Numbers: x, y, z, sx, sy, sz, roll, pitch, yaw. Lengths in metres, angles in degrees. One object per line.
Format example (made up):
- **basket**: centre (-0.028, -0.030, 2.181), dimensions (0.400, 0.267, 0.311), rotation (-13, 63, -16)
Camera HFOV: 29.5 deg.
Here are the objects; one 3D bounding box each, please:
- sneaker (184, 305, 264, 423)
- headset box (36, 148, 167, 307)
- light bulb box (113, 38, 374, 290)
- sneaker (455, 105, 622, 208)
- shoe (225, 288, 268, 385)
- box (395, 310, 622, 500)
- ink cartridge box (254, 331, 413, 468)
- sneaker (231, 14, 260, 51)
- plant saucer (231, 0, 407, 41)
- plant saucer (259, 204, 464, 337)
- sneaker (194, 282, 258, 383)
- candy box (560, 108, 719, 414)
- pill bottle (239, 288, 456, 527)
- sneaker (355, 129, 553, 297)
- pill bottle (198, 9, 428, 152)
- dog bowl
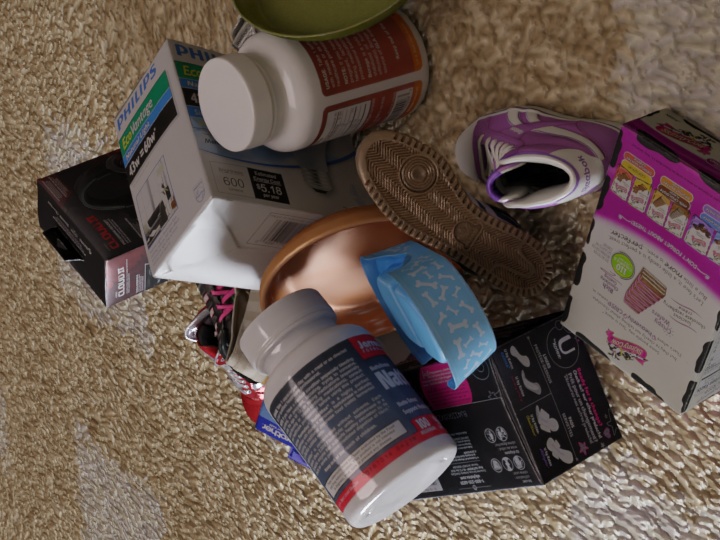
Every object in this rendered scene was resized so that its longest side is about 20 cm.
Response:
- **sneaker**: centre (-0.147, 0.108, 1.598), dimensions (0.071, 0.112, 0.200), rotation (33, 131, 40)
- **headset box**: centre (-0.246, -0.058, 1.492), dimensions (0.149, 0.200, 0.077), rotation (45, 144, 31)
- **light bulb box**: centre (-0.112, -0.095, 1.324), dimensions (0.125, 0.198, 0.200), rotation (-47, 49, 37)
- **sneaker**: centre (0.126, -0.093, 1.147), dimensions (0.200, 0.114, 0.073), rotation (5, 112, 53)
- **shoe**: centre (-0.102, 0.023, 1.386), dimensions (0.070, 0.053, 0.200), rotation (122, 156, -47)
- **box**: centre (0.119, 0.128, 1.264), dimensions (0.200, 0.115, 0.132), rotation (-20, 93, 55)
- **ink cartridge box**: centre (-0.028, 0.133, 1.450), dimensions (0.136, 0.076, 0.200), rotation (26, 133, 10)
- **sneaker**: centre (-0.080, -0.248, 1.357), dimensions (0.075, 0.087, 0.200), rotation (49, 139, 37)
- **plant saucer**: centre (-0.019, -0.271, 1.206), dimensions (0.200, 0.200, 0.031), rotation (37, 165, 37)
- **plant saucer**: centre (0.000, 0.000, 1.298), dimensions (0.200, 0.200, 0.037), rotation (120, 143, -47)
- **sneaker**: centre (-0.130, 0.039, 1.462), dimensions (0.087, 0.074, 0.200), rotation (-128, 19, -62)
- **candy box**: centre (0.247, -0.006, 1.077), dimensions (0.136, 0.061, 0.200), rotation (40, 135, 33)
- **pill bottle**: centre (-0.017, 0.118, 1.231), dimensions (0.200, 0.120, 0.120), rotation (51, 141, 19)
- **sneaker**: centre (0.075, -0.052, 1.199), dimensions (0.200, 0.070, 0.109), rotation (37, -175, -9)
- **pill bottle**: centre (-0.043, -0.173, 1.251), dimensions (0.112, 0.200, 0.112), rotation (27, 126, 43)
- **dog bowl**: centre (0.059, 0.031, 1.173), dimensions (0.112, 0.050, 0.200), rotation (61, 174, -14)
